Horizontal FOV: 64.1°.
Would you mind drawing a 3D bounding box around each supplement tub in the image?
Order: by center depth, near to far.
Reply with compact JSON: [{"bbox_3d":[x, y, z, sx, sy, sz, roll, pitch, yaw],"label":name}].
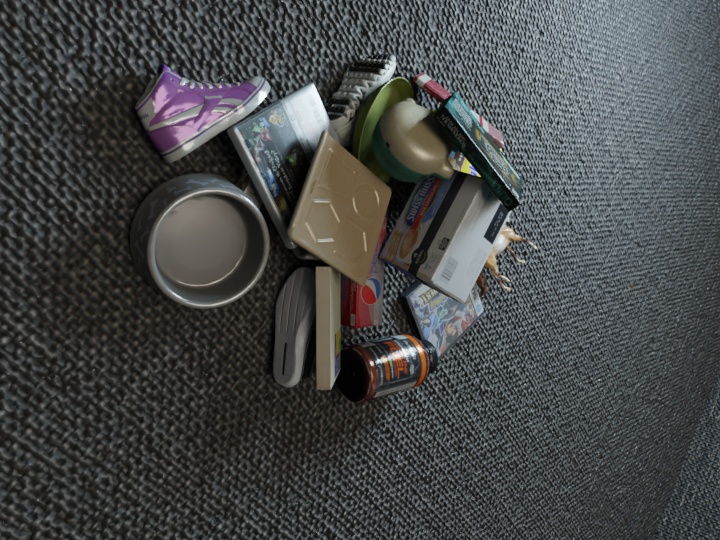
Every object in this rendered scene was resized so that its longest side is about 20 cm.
[{"bbox_3d":[0.056,0.179,1.092,0.199,0.107,0.108,-6,100,-41],"label":"supplement tub"}]

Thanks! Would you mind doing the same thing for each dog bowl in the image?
[{"bbox_3d":[-0.221,-0.036,0.825,0.199,0.059,0.201,-12,112,-30],"label":"dog bowl"}]

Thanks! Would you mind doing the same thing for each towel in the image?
[{"bbox_3d":[0.184,-0.301,1.082,0.200,0.144,0.023,37,112,-4],"label":"towel"}]

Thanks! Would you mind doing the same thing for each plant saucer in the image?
[{"bbox_3d":[0.037,-0.244,1.023,0.200,0.031,0.201,-47,149,-40],"label":"plant saucer"}]

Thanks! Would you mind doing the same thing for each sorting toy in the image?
[{"bbox_3d":[-0.031,-0.095,0.926,0.200,0.036,0.186,37,63,-44],"label":"sorting toy"}]

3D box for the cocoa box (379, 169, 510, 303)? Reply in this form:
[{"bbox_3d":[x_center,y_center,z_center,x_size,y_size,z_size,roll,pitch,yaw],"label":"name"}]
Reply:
[{"bbox_3d":[0.154,-0.068,1.034,0.133,0.131,0.201,29,88,-49],"label":"cocoa box"}]

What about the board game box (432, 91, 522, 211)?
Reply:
[{"bbox_3d":[0.202,-0.203,0.965,0.200,0.028,0.135,49,29,-10],"label":"board game box"}]

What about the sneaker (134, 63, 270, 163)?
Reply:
[{"bbox_3d":[-0.222,-0.252,0.814,0.200,0.073,0.115,-44,118,-29],"label":"sneaker"}]

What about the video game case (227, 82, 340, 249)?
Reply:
[{"bbox_3d":[-0.095,-0.165,0.900,0.182,0.023,0.201,-44,120,-37],"label":"video game case"}]

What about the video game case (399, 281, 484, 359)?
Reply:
[{"bbox_3d":[0.182,0.075,1.241,0.200,0.025,0.181,-39,120,-31],"label":"video game case"}]

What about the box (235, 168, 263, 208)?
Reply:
[{"bbox_3d":[-0.144,-0.180,0.912,0.041,0.039,0.201,36,72,-40],"label":"box"}]

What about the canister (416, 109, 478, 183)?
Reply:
[{"bbox_3d":[0.181,-0.217,1.143,0.200,0.086,0.149,14,98,-45],"label":"canister"}]

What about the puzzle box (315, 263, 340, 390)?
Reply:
[{"bbox_3d":[-0.054,0.088,0.975,0.133,0.025,0.201,-38,129,-84],"label":"puzzle box"}]

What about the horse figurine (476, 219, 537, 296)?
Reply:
[{"bbox_3d":[0.311,-0.038,1.298,0.132,0.050,0.200,42,71,-8],"label":"horse figurine"}]

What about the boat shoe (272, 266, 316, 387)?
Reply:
[{"bbox_3d":[-0.102,0.095,0.976,0.071,0.072,0.201,12,89,-61],"label":"boat shoe"}]

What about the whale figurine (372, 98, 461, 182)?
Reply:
[{"bbox_3d":[0.103,-0.215,0.982,0.200,0.104,0.160,-21,77,-44],"label":"whale figurine"}]

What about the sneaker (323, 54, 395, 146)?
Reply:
[{"bbox_3d":[0.001,-0.303,1.011,0.200,0.075,0.081,-55,143,-21],"label":"sneaker"}]

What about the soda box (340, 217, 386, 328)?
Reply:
[{"bbox_3d":[0.000,0.000,1.046,0.070,0.063,0.201,-4,99,-41],"label":"soda box"}]

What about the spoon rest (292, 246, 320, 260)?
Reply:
[{"bbox_3d":[-0.096,-0.114,0.961,0.099,0.060,0.201,6,79,-43],"label":"spoon rest"}]
